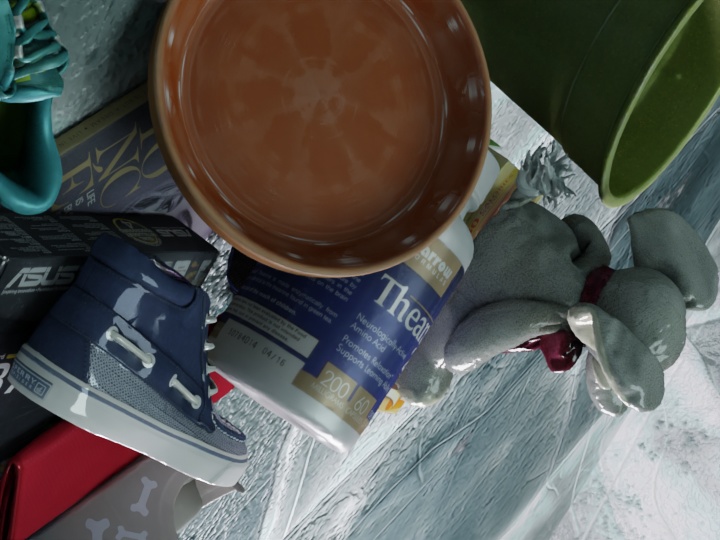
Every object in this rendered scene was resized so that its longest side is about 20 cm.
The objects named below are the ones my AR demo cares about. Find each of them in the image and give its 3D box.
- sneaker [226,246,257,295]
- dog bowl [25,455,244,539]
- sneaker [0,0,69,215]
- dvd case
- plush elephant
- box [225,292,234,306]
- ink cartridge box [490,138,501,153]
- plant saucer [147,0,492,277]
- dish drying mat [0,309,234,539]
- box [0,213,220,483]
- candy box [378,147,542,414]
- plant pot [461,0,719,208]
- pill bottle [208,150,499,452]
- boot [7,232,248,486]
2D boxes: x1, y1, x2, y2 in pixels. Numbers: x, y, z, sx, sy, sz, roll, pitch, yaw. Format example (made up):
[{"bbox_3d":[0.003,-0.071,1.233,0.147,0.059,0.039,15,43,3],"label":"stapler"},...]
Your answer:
[{"bbox_3d":[-0.040,-0.071,0.860,0.078,0.075,0.201,17,101,-56],"label":"sneaker"},{"bbox_3d":[-0.172,0.177,0.848,0.200,0.059,0.200,-34,180,0],"label":"dog bowl"},{"bbox_3d":[-0.151,-0.107,0.540,0.077,0.080,0.201,-38,153,-35],"label":"sneaker"},{"bbox_3d":[-0.140,-0.037,0.756,0.200,0.016,0.149,-40,154,-33],"label":"dvd case"},{"bbox_3d":[0.144,0.028,0.850,0.165,0.155,0.200,-38,160,-37],"label":"plush elephant"},{"bbox_3d":[-0.013,-0.038,0.930,0.201,0.082,0.049,-61,157,15],"label":"box"},{"bbox_3d":[0.051,-0.075,1.037,0.201,0.059,0.104,-60,158,15],"label":"ink cartridge box"},{"bbox_3d":[-0.021,-0.096,0.718,0.200,0.200,0.032,-45,-166,-22],"label":"plant saucer"},{"bbox_3d":[-0.138,0.088,0.781,0.200,0.018,0.077,-35,152,-47],"label":"dish drying mat"},{"bbox_3d":[-0.177,0.046,0.714,0.162,0.049,0.200,-61,160,13],"label":"box"},{"bbox_3d":[0.043,0.004,0.918,0.200,0.055,0.115,-56,158,5],"label":"candy box"},{"bbox_3d":[0.152,-0.178,0.917,0.200,0.190,0.200,-45,157,-25],"label":"plant pot"},{"bbox_3d":[0.000,0.000,0.799,0.200,0.111,0.111,-57,159,-9],"label":"pill bottle"},{"bbox_3d":[-0.099,0.054,0.708,0.091,0.073,0.200,-58,153,-5],"label":"boot"}]
